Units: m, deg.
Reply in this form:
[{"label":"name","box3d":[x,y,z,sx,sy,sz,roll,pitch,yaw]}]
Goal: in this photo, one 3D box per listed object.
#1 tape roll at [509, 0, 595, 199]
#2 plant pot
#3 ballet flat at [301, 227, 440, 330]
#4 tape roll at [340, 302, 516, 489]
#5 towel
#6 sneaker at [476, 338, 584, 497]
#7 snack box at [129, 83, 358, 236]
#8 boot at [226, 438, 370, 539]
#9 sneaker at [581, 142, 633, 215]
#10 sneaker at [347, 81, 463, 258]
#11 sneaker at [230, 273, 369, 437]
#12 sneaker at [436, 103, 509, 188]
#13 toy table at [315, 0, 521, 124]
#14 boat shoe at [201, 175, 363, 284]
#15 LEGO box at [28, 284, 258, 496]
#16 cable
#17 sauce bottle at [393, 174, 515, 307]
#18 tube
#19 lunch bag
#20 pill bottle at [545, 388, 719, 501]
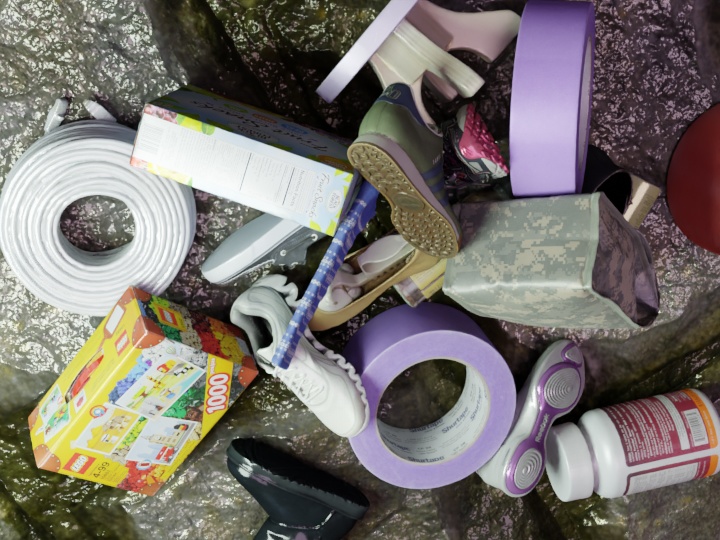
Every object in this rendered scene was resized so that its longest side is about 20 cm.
[{"label":"tape roll","box3d":[0.196,-0.170,1.121,0.065,0.200,0.201,4,112,14]},{"label":"plant pot","box3d":[0.472,-0.082,1.236,0.199,0.177,0.201,-5,111,-12]},{"label":"ballet flat","box3d":[0.000,0.000,1.192,0.200,0.069,0.063,-33,155,22]},{"label":"tape roll","box3d":[0.073,0.144,1.281,0.199,0.085,0.201,-4,112,-11]},{"label":"towel","box3d":[-0.033,0.008,1.095,0.024,0.145,0.201,28,83,1]},{"label":"sneaker","box3d":[0.195,0.167,1.325,0.075,0.100,0.200,37,75,-27]},{"label":"snack box","box3d":[-0.100,-0.111,1.068,0.199,0.169,0.068,18,106,1]},{"label":"boot","box3d":[-0.106,0.305,1.304,0.200,0.076,0.168,29,98,-28]},{"label":"sneaker","box3d":[0.228,-0.039,1.233,0.075,0.106,0.201,14,107,-18]},{"label":"sneaker","box3d":[0.058,-0.096,1.043,0.200,0.067,0.090,50,55,-51]},{"label":"sneaker","box3d":[-0.068,0.101,1.192,0.075,0.081,0.200,-40,86,31]},{"label":"sneaker","box3d":[0.096,-0.114,1.123,0.074,0.200,0.081,-30,93,-2]},{"label":"toy table","box3d":[0.062,-0.217,1.099,0.117,0.184,0.200,41,103,-8]},{"label":"boat shoe","box3d":[-0.074,-0.035,1.191,0.200,0.070,0.066,-36,113,-6]},{"label":"LEGO box","box3d":[-0.230,0.131,1.171,0.149,0.077,0.200,25,114,-39]},{"label":"cable","box3d":[-0.266,-0.051,1.134,0.200,0.069,0.200,31,101,-22]},{"label":"sauce bottle","box3d":[0.117,-0.042,1.230,0.200,0.065,0.065,-38,114,2]},{"label":"tube","box3d":[0.275,-0.018,1.280,0.058,0.052,0.201,19,104,-28]},{"label":"lunch bag","box3d":[0.205,0.002,1.151,0.200,0.163,0.118,32,62,-52]},{"label":"pill bottle","box3d":[0.331,0.215,1.354,0.199,0.110,0.110,-10,113,-9]}]
